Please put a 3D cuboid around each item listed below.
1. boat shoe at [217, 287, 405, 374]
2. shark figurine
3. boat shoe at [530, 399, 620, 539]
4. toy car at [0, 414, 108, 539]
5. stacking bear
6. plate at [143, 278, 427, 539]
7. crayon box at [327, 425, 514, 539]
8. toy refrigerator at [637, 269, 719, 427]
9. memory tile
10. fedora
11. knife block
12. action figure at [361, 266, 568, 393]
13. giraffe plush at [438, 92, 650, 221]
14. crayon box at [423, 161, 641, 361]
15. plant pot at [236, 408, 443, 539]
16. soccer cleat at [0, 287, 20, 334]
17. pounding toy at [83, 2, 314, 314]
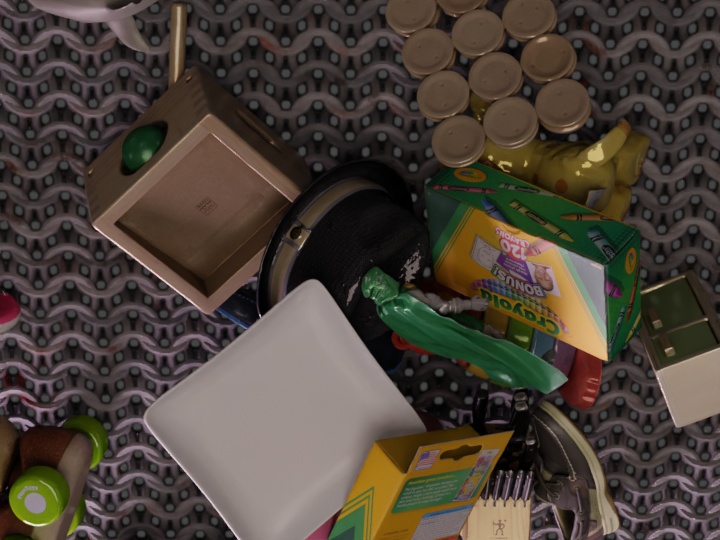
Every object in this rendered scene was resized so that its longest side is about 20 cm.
[{"bbox_3d":[-0.046,0.042,1.756,0.200,0.084,0.069,17,102,-24],"label":"boat shoe"},{"bbox_3d":[-0.199,-0.276,1.626,0.214,0.090,0.128,-36,108,14],"label":"shark figurine"},{"bbox_3d":[0.207,0.213,1.782,0.066,0.072,0.201,-36,133,-9],"label":"boat shoe"},{"bbox_3d":[-0.378,0.204,1.766,0.200,0.164,0.158,22,108,2],"label":"toy car"},{"bbox_3d":[0.132,0.058,1.733,0.200,0.114,0.122,12,81,-7],"label":"stacking bear"},{"bbox_3d":[-0.068,0.136,1.597,0.200,0.032,0.200,-39,113,-8],"label":"plate"},{"bbox_3d":[0.047,0.217,1.637,0.126,0.052,0.200,-4,129,-43],"label":"crayon box"},{"bbox_3d":[0.310,0.069,1.693,0.076,0.200,0.070,-21,109,8],"label":"toy refrigerator"},{"bbox_3d":[0.117,-0.196,1.625,0.153,0.200,0.017,-20,153,6],"label":"memory tile"},{"bbox_3d":[0.000,0.000,1.646,0.200,0.092,0.201,-24,128,-35],"label":"fedora"},{"bbox_3d":[0.135,0.186,1.757,0.064,0.200,0.176,2,95,-1],"label":"knife block"},{"bbox_3d":[0.084,0.050,1.609,0.200,0.118,0.055,28,68,-25],"label":"action figure"},{"bbox_3d":[0.162,-0.088,1.668,0.162,0.200,0.173,24,87,18],"label":"giraffe plush"},{"bbox_3d":[0.155,-0.013,1.589,0.200,0.058,0.119,25,142,32],"label":"crayon box"},{"bbox_3d":[-0.017,0.199,1.754,0.179,0.200,0.200,5,111,-19],"label":"plant pot"},{"bbox_3d":[-0.435,0.056,1.761,0.200,0.070,0.086,1,126,1],"label":"soccer cleat"},{"bbox_3d":[-0.158,-0.107,1.671,0.184,0.142,0.200,-42,122,13],"label":"pounding toy"}]
